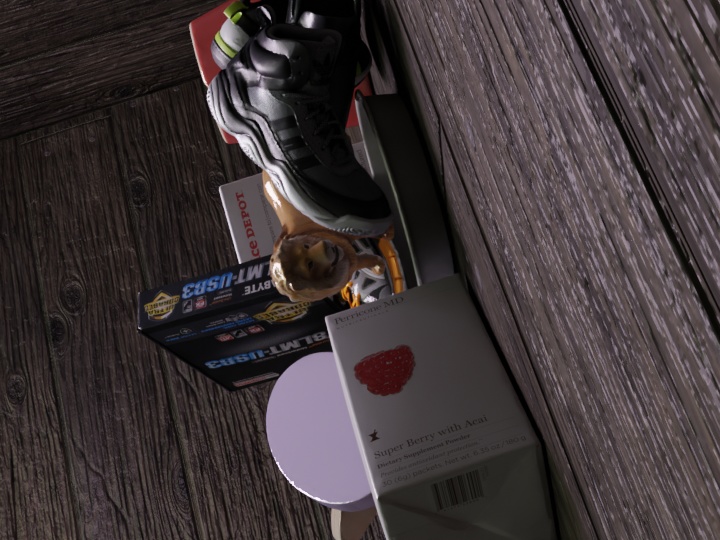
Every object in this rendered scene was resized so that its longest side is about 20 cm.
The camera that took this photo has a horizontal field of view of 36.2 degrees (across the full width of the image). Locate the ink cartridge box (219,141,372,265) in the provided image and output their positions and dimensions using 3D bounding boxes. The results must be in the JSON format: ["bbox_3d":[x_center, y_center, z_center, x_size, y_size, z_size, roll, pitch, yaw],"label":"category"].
[{"bbox_3d":[-0.045,-0.044,1.231,0.085,0.197,0.147,78,174,-77],"label":"ink cartridge box"}]

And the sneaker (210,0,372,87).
[{"bbox_3d":[-0.049,-0.217,1.018,0.072,0.198,0.083,45,124,25],"label":"sneaker"}]

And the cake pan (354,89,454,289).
[{"bbox_3d":[0.040,-0.065,0.968,0.200,0.036,0.204,163,91,-89],"label":"cake pan"}]

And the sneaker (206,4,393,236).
[{"bbox_3d":[-0.036,-0.124,0.887,0.200,0.075,0.114,44,126,15],"label":"sneaker"}]

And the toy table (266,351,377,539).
[{"bbox_3d":[0.004,0.168,1.042,0.117,0.184,0.200,36,-171,-39],"label":"toy table"}]

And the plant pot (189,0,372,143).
[{"bbox_3d":[-0.091,-0.238,1.257,0.200,0.174,0.204,162,90,-89],"label":"plant pot"}]

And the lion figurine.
[{"bbox_3d":[-0.045,-0.050,0.961,0.201,0.121,0.073,60,142,41],"label":"lion figurine"}]

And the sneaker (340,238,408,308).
[{"bbox_3d":[0.000,0.000,1.033,0.079,0.076,0.202,77,175,-52],"label":"sneaker"}]

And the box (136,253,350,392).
[{"bbox_3d":[-0.100,0.057,1.159,0.199,0.197,0.050,48,-149,-56],"label":"box"}]

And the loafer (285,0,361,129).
[{"bbox_3d":[-0.033,-0.206,0.940,0.070,0.067,0.205,-152,63,-76],"label":"loafer"}]

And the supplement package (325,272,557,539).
[{"bbox_3d":[0.057,0.120,0.834,0.201,0.119,0.121,-110,3,-53],"label":"supplement package"}]
